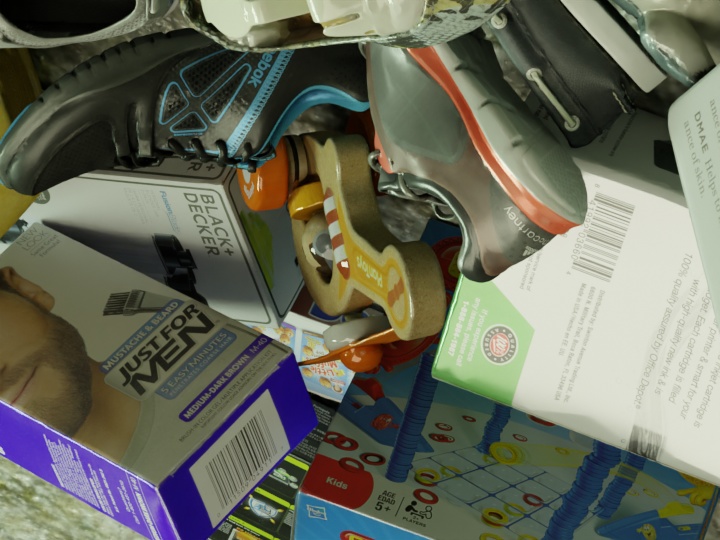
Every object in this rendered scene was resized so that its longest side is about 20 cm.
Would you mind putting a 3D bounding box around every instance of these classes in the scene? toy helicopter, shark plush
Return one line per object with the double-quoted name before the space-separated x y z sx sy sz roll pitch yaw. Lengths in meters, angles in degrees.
"toy helicopter" 0.000 0.000 1.461 0.078 0.200 0.133 -7 106 -17
"shark plush" 0.110 -0.145 1.345 0.199 0.091 0.083 25 174 -6

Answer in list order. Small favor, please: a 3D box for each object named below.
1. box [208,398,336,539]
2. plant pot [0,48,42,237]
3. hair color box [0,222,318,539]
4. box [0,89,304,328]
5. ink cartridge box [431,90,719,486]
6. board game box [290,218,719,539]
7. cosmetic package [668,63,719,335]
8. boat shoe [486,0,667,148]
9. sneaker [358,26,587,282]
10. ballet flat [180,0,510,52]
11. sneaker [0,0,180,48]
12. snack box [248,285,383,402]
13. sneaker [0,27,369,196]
"box" -0.073 0.122 1.769 0.199 0.048 0.193 26 148 1
"plant pot" -0.241 -0.074 1.516 0.141 0.200 0.200 -18 131 7
"hair color box" -0.133 0.060 1.547 0.200 0.109 0.065 23 147 37
"box" -0.135 -0.037 1.621 0.199 0.060 0.117 7 139 24
"ink cartridge box" 0.153 0.012 1.448 0.199 0.084 0.146 21 119 8
"board game box" 0.091 0.088 1.521 0.199 0.196 0.056 18 142 10
"cosmetic package" 0.263 -0.037 1.247 0.164 0.166 0.200 3 153 -31
"boat shoe" 0.054 -0.141 1.346 0.060 0.076 0.200 -43 94 10
"sneaker" 0.025 -0.078 1.382 0.082 0.200 0.077 -43 148 18
"ballet flat" -0.012 -0.127 1.324 0.200 0.072 0.072 0 137 48
"sneaker" -0.183 -0.143 1.403 0.199 0.082 0.075 -4 108 3
"snack box" 0.015 0.056 1.669 0.199 0.024 0.072 19 145 10
"sneaker" -0.085 -0.079 1.438 0.082 0.199 0.073 63 -178 3
